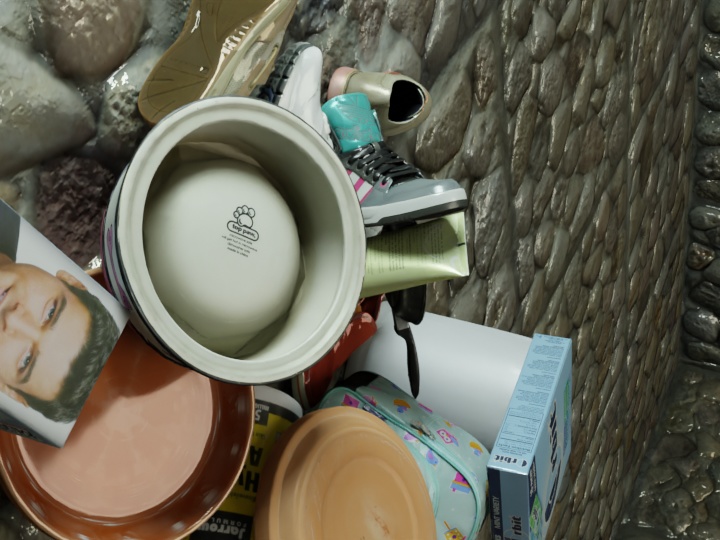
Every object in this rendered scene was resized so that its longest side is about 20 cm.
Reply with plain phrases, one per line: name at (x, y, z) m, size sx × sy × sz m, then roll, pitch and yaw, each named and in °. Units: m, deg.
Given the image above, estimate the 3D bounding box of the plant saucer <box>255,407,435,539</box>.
plant saucer at (-0.002, 0.209, 0.869) m, size 0.200 × 0.032 × 0.201 m, roll 22°, pitch 59°, yaw -42°

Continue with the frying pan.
frying pan at (0.038, 0.024, 1.056) m, size 0.115 × 0.031 × 0.191 m, roll -109°, pitch -162°, yaw -45°

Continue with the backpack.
backpack at (0.029, 0.219, 1.070) m, size 0.176 × 0.199 × 0.153 m, roll -63°, pitch 173°, yaw 15°

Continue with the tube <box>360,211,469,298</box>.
tube at (0.000, 0.000, 0.966) m, size 0.052 × 0.199 × 0.058 m, roll 0°, pitch 76°, yaw -75°

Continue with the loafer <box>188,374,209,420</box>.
loafer at (-0.182, 0.158, 0.828) m, size 0.071 × 0.073 × 0.201 m, roll 21°, pitch 83°, yaw -29°

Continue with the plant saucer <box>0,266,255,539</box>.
plant saucer at (-0.167, 0.097, 0.761) m, size 0.199 × 0.032 × 0.202 m, roll 6°, pitch 79°, yaw -36°

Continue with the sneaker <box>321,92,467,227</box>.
sneaker at (0.010, -0.101, 0.976) m, size 0.083 × 0.199 × 0.122 m, roll -11°, pitch 97°, yaw -45°

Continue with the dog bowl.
dog bowl at (-0.095, -0.018, 0.766) m, size 0.199 × 0.074 × 0.202 m, roll 6°, pitch 80°, yaw -36°

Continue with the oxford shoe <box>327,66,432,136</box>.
oxford shoe at (0.039, -0.170, 1.123) m, size 0.200 × 0.073 × 0.071 m, roll -16°, pitch 115°, yaw -62°

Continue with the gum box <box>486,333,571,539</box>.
gum box at (0.180, 0.196, 1.125) m, size 0.200 × 0.044 × 0.171 m, roll -58°, pitch 149°, yaw -47°

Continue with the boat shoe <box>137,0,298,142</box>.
boat shoe at (-0.099, -0.174, 0.840) m, size 0.201 × 0.072 × 0.065 m, roll -61°, pitch 156°, yaw -21°

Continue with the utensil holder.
utensil holder at (0.103, 0.138, 1.247) m, size 0.170 × 0.199 × 0.171 m, roll -36°, pitch 132°, yaw -54°

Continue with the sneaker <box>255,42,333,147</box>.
sneaker at (-0.054, -0.094, 0.928) m, size 0.075 × 0.087 × 0.201 m, roll -129°, pitch -133°, yaw -66°

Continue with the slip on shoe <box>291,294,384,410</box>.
slip on shoe at (-0.016, 0.056, 1.122) m, size 0.201 × 0.061 × 0.074 m, roll -62°, pitch 153°, yaw -26°

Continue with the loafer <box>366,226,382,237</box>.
loafer at (-0.027, -0.004, 1.067) m, size 0.201 × 0.072 × 0.063 m, roll -60°, pitch 144°, yaw -29°

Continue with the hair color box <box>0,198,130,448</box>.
hair color box at (-0.229, 0.013, 0.622) m, size 0.200 × 0.060 × 0.099 m, roll 52°, pitch 54°, yaw -49°

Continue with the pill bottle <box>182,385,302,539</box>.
pill bottle at (-0.112, 0.199, 0.873) m, size 0.111 × 0.111 × 0.201 m, roll 54°, pitch 38°, yaw -58°
